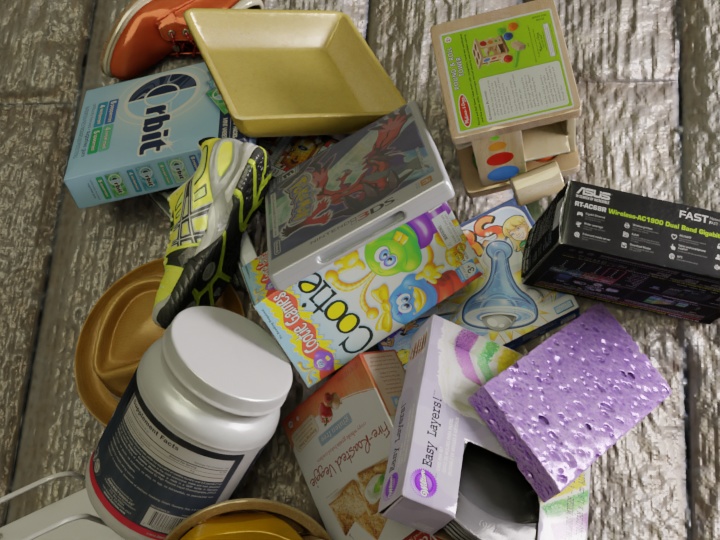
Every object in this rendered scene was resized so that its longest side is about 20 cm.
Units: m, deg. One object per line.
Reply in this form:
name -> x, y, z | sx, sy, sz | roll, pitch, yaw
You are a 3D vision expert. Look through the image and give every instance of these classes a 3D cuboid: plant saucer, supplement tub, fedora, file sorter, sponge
plant saucer -> -0.074, -0.205, 1.146 | 0.197, 0.049, 0.201 | -5, 45, -25
supplement tub -> -0.161, 0.149, 1.007 | 0.140, 0.140, 0.201 | 43, 118, 21
fedora -> -0.218, 0.070, 1.114 | 0.197, 0.082, 0.204 | -4, 71, 10
file sorter -> -0.288, 0.309, 1.025 | 0.137, 0.125, 0.202 | -24, 68, 1
sponge -> 0.196, 0.114, 0.985 | 0.199, 0.030, 0.112 | -27, 73, -41

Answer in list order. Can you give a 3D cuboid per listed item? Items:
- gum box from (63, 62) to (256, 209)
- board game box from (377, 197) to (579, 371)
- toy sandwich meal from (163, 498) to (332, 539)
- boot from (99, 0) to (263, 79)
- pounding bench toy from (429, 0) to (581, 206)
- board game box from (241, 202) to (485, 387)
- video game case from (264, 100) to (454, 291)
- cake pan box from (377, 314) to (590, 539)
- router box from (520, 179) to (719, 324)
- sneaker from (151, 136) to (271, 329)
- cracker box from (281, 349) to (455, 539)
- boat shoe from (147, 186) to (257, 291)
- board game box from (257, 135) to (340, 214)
gum box -> -0.211, -0.155, 1.174 | 0.197, 0.045, 0.171 | -13, 41, 7
board game box -> 0.104, 0.028, 1.094 | 0.198, 0.035, 0.137 | -27, 69, 1
toy sandwich meal -> -0.110, 0.300, 0.974 | 0.202, 0.070, 0.208 | -2, 109, -7
boot -> -0.205, -0.276, 1.240 | 0.200, 0.075, 0.107 | -42, 74, -6
pounding bench toy -> 0.155, -0.131, 1.073 | 0.122, 0.156, 0.203 | -12, 68, 7
board game box -> 0.000, 0.000, 1.028 | 0.199, 0.106, 0.103 | -33, 24, 0
video game case -> -0.009, -0.077, 1.021 | 0.180, 0.023, 0.201 | -28, 28, 9
cake pan box -> 0.118, 0.161, 0.961 | 0.182, 0.052, 0.202 | 24, 50, -10
router box -> 0.261, -0.013, 0.992 | 0.197, 0.150, 0.063 | 13, 75, -2
sneaker -> -0.159, -0.038, 1.070 | 0.076, 0.075, 0.202 | 23, 81, 18
cracker box -> 0.017, 0.195, 1.006 | 0.134, 0.057, 0.202 | -43, 63, 35
boat shoe -> -0.171, -0.043, 1.149 | 0.070, 0.073, 0.200 | -29, 57, -17
board game box -> -0.074, -0.104, 1.149 | 0.199, 0.023, 0.106 | 25, 78, 36
